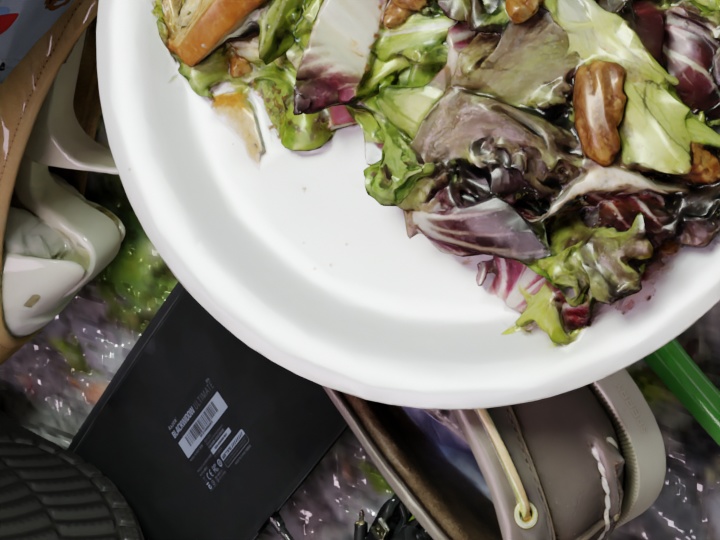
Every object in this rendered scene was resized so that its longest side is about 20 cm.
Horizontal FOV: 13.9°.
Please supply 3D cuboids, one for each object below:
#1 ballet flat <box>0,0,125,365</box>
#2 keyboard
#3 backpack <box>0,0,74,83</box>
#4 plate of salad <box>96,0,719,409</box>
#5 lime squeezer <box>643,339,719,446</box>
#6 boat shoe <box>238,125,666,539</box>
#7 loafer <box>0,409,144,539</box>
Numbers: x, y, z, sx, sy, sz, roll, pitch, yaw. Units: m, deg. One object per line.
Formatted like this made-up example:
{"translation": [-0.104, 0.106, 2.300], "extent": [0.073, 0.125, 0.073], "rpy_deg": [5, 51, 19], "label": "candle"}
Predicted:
{"translation": [-0.102, -0.031, 0.948], "extent": [0.063, 0.069, 0.200], "rpy_deg": [24, 128, 14], "label": "ballet flat"}
{"translation": [-0.031, 0.067, 0.954], "extent": [0.127, 0.021, 0.200], "rpy_deg": [56, 142, 14], "label": "keyboard"}
{"translation": [-0.167, -0.112, 0.843], "extent": [0.200, 0.154, 0.191], "rpy_deg": [43, 113, 18], "label": "backpack"}
{"translation": [0.023, -0.065, 0.764], "extent": [0.200, 0.048, 0.200], "rpy_deg": [-2, 84, 14], "label": "plate of salad"}
{"translation": [0.039, -0.015, 0.858], "extent": [0.200, 0.038, 0.071], "rpy_deg": [29, 160, 27], "label": "lime squeezer"}
{"translation": [0.000, 0.000, 0.819], "extent": [0.200, 0.060, 0.072], "rpy_deg": [52, 141, 8], "label": "boat shoe"}
{"translation": [-0.139, 0.088, 1.017], "extent": [0.200, 0.073, 0.071], "rpy_deg": [40, 123, 46], "label": "loafer"}
